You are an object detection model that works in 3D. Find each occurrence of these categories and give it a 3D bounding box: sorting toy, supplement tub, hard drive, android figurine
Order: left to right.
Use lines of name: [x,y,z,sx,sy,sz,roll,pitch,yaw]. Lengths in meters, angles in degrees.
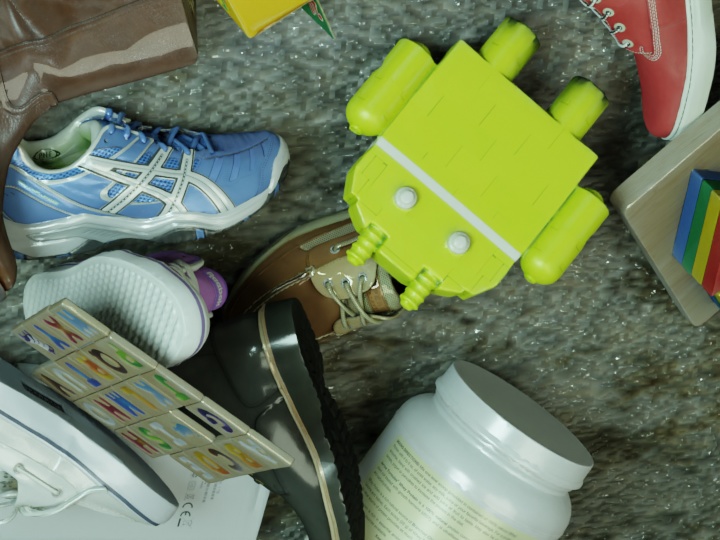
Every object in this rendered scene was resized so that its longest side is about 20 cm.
hard drive: [-0.152,0.130,1.684,0.200,0.026,0.132,5,114,-27]
supplement tub: [0.057,0.179,1.736,0.145,0.145,0.200,28,103,-34]
android figurine: [0.071,-0.065,1.619,0.182,0.041,0.200,42,76,-4]
sorting toy: [0.296,-0.052,1.726,0.200,0.070,0.199,-40,146,1]

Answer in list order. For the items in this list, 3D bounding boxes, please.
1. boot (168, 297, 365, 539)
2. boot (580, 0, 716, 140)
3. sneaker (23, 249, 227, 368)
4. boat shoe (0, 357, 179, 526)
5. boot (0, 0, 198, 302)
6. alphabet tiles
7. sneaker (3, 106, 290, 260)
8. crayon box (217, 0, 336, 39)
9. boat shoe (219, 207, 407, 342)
boot: [-0.081,0.120,1.640,0.138,0.077,0.200,-13,110,9]
boot: [0.160,-0.173,1.640,0.144,0.072,0.200,-12,118,-14]
sneaker: [-0.121,0.014,1.540,0.114,0.200,0.073,-11,100,-30]
boat shoe: [-0.213,0.127,1.593,0.202,0.075,0.086,37,97,-33]
boot: [-0.172,-0.100,1.489,0.200,0.064,0.187,-23,93,-15]
alphabet tiles: [-0.140,0.079,1.518,0.167,0.200,0.008,36,71,-12]
sneaker: [-0.139,-0.062,1.552,0.200,0.076,0.077,-13,122,-17]
crayon box: [-0.094,-0.223,1.453,0.051,0.127,0.200,-33,125,-4]
boat shoe: [0.000,0.000,1.653,0.200,0.074,0.076,-34,126,-5]
